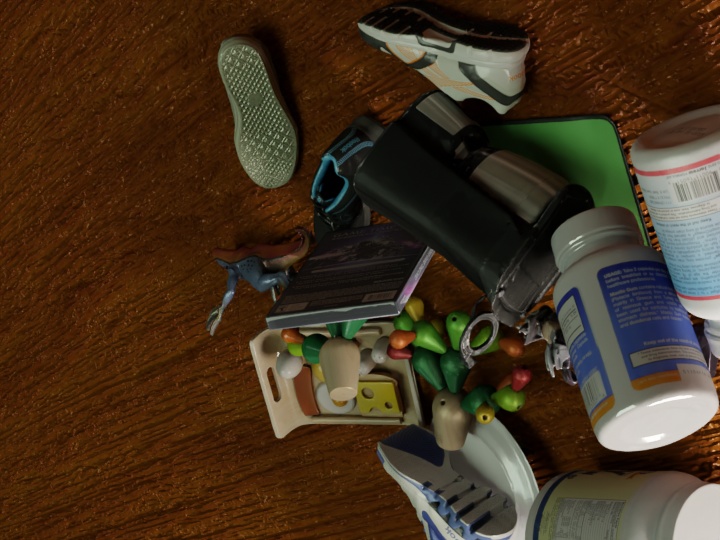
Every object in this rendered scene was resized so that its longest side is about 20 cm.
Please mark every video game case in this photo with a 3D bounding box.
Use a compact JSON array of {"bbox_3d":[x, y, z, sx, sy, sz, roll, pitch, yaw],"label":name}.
[{"bbox_3d":[0.000,0.000,1.628,0.142,0.200,0.019,-8,113,22],"label":"video game case"}]

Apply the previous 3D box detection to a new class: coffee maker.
[{"bbox_3d":[0.091,-0.051,1.515,0.200,0.192,0.135,37,157,30],"label":"coffee maker"}]

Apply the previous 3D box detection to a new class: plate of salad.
[{"bbox_3d":[0.147,0.239,1.806,0.200,0.048,0.202,33,133,44],"label":"plate of salad"}]

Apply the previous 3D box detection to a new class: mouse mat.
[{"bbox_3d":[0.193,-0.073,1.545,0.199,0.008,0.162,2,118,49],"label":"mouse mat"}]

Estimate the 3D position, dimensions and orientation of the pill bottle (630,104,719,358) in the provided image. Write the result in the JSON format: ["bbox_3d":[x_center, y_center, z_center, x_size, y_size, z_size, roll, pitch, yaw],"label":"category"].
[{"bbox_3d":[0.309,-0.031,1.351,0.108,0.108,0.201,-2,115,50],"label":"pill bottle"}]

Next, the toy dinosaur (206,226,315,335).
[{"bbox_3d":[-0.114,-0.009,1.913,0.181,0.104,0.201,40,122,38],"label":"toy dinosaur"}]

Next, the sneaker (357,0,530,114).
[{"bbox_3d":[0.075,-0.204,1.527,0.199,0.074,0.081,25,136,38],"label":"sneaker"}]

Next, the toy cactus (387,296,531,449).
[{"bbox_3d":[0.100,0.123,1.711,0.199,0.102,0.166,24,127,33],"label":"toy cactus"}]

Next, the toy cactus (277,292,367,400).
[{"bbox_3d":[-0.021,0.067,1.754,0.200,0.102,0.166,-34,48,37],"label":"toy cactus"}]

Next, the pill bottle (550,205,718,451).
[{"bbox_3d":[0.235,0.048,1.408,0.112,0.111,0.201,121,142,-52],"label":"pill bottle"}]

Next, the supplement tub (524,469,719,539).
[{"bbox_3d":[0.278,0.274,1.591,0.199,0.145,0.146,-8,110,52],"label":"supplement tub"}]

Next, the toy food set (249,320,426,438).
[{"bbox_3d":[-0.024,0.137,1.874,0.198,0.060,0.145,-1,119,24],"label":"toy food set"}]

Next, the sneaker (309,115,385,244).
[{"bbox_3d":[-0.029,-0.084,1.737,0.073,0.082,0.201,39,143,19],"label":"sneaker"}]

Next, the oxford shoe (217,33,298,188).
[{"bbox_3d":[-0.115,-0.183,1.790,0.058,0.075,0.201,-100,-4,-54],"label":"oxford shoe"}]

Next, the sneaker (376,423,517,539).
[{"bbox_3d":[0.089,0.275,1.795,0.199,0.080,0.116,40,136,36],"label":"sneaker"}]

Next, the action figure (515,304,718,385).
[{"bbox_3d":[0.235,0.073,1.515,0.199,0.130,0.070,13,117,34],"label":"action figure"}]
